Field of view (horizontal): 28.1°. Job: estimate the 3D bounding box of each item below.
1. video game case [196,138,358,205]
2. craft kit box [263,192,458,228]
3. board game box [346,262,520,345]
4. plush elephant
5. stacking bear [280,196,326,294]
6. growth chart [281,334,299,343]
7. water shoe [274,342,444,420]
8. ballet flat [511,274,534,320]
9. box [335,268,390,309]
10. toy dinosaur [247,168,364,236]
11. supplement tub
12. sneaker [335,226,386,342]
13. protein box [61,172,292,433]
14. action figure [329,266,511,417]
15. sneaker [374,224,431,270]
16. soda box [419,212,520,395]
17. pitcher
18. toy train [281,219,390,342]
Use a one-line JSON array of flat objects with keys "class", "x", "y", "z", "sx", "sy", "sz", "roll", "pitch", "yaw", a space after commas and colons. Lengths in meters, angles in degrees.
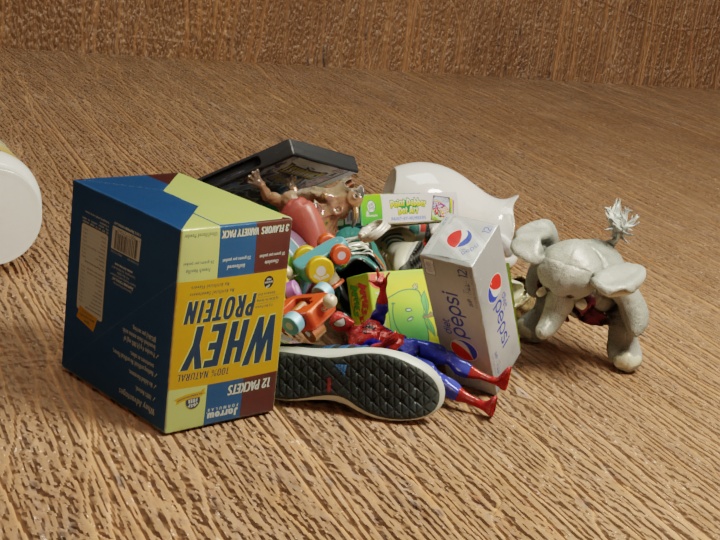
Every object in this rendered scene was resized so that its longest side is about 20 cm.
[{"class": "video game case", "x": -0.121, "y": -0.115, "z": 1.848, "sx": 0.180, "sy": 0.026, "sz": 0.200, "roll": -21, "pitch": -10, "yaw": 21}, {"class": "craft kit box", "x": -0.006, "y": -0.075, "z": 1.908, "sx": 0.199, "sy": 0.049, "sz": 0.197, "roll": -3, "pitch": -1, "yaw": 41}, {"class": "board game box", "x": 0.085, "y": 0.049, "z": 1.627, "sx": 0.199, "sy": 0.102, "sz": 0.048, "roll": -4, "pitch": -6, "yaw": -33}, {"class": "plush elephant", "x": 0.247, "y": 0.019, "z": 1.649, "sx": 0.164, "sy": 0.201, "sz": 0.154, "roll": 25, "pitch": 19, "yaw": 30}, {"class": "stacking bear", "x": -0.129, "y": 0.011, "z": 1.622, "sx": 0.121, "sy": 0.114, "sz": 0.200, "roll": -20, "pitch": 10, "yaw": 36}, {"class": "growth chart", "x": -0.139, "y": 0.078, "z": 1.608, "sx": 0.199, "sy": 0.018, "sz": 0.144, "roll": 18, "pitch": 19, "yaw": 32}, {"class": "water shoe", "x": -0.009, "y": 0.102, "z": 1.479, "sx": 0.198, "sy": 0.072, "sz": 0.079, "roll": 9, "pitch": 13, "yaw": 5}, {"class": "ballet flat", "x": 0.155, "y": 0.043, "z": 1.760, "sx": 0.070, "sy": 0.066, "sz": 0.200, "roll": 15, "pitch": 18, "yaw": 27}, {"class": "box", "x": -0.030, "y": 0.002, "z": 1.855, "sx": 0.075, "sy": 0.051, "sz": 0.200, "roll": -4, "pitch": 19, "yaw": -31}, {"class": "toy dinosaur", "x": -0.076, "y": -0.046, "z": 1.767, "sx": 0.085, "sy": 0.201, "sz": 0.136, "roll": -24, "pitch": 59, "yaw": -34}, {"class": "supplement tub", "x": -0.487, "y": -0.093, "z": 1.824, "sx": 0.143, "sy": 0.146, "sz": 0.200, "roll": -2, "pitch": 18, "yaw": -27}, {"class": "sneaker", "x": 0.000, "y": 0.000, "z": 1.700, "sx": 0.071, "sy": 0.080, "sz": 0.201, "roll": -8, "pitch": 40, "yaw": -4}, {"class": "protein box", "x": -0.188, "y": 0.025, "z": 1.435, "sx": 0.134, "sy": 0.202, "sz": 0.198, "roll": -8, "pitch": 21, "yaw": -41}, {"class": "action figure", "x": 0.059, "y": 0.072, "z": 1.495, "sx": 0.199, "sy": 0.099, "sz": 0.065, "roll": 20, "pitch": 50, "yaw": 14}, {"class": "sneaker", "x": 0.046, "y": -0.012, "z": 1.935, "sx": 0.093, "sy": 0.071, "sz": 0.200, "roll": -9, "pitch": 15, "yaw": 11}, {"class": "soda box", "x": 0.118, "y": 0.037, "z": 1.521, "sx": 0.063, "sy": 0.201, "sz": 0.068, "roll": 14, "pitch": 51, "yaw": 27}, {"class": "pitcher", "x": 0.134, "y": -0.074, "z": 2.099, "sx": 0.198, "sy": 0.122, "sz": 0.172, "roll": 15, "pitch": 30, "yaw": -11}, {"class": "toy train", "x": -0.043, "y": 0.023, "z": 1.532, "sx": 0.149, "sy": 0.056, "sz": 0.200, "roll": -10, "pitch": 25, "yaw": 39}]
